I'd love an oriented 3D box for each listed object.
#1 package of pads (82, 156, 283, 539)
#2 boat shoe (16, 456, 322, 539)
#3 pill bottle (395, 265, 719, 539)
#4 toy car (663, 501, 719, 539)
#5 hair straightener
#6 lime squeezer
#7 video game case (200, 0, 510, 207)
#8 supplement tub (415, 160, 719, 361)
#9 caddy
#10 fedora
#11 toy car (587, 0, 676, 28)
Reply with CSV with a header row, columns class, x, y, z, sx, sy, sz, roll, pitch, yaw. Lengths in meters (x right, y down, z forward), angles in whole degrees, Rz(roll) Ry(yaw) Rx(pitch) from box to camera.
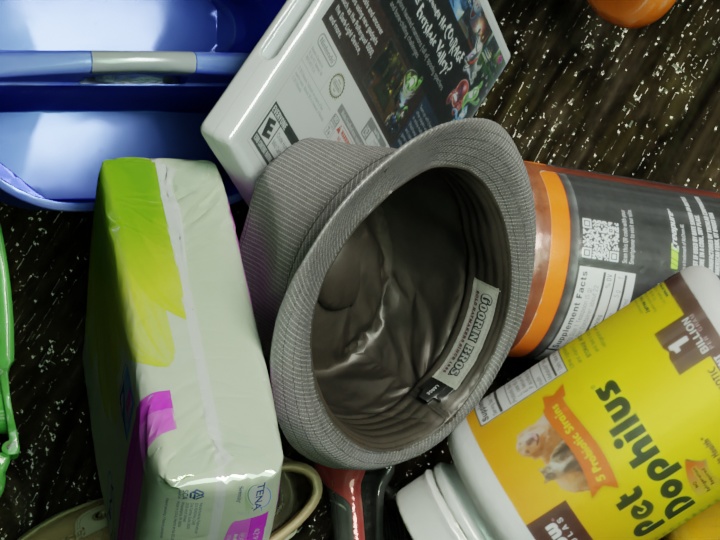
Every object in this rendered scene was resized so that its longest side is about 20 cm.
class,x,y,z,sx,sy,sz,roll,pitch,yaw
package of pads,-0.088,0.067,1.246,0.068,0.155,0.201,-3,50,-13
boat shoe,-0.112,0.145,1.317,0.200,0.064,0.071,-29,96,-20
pill bottle,0.121,0.092,1.318,0.200,0.109,0.109,-34,98,7
toy car,0.249,0.166,1.404,0.199,0.175,0.150,-9,130,-22
hair straightener,0.014,0.126,1.358,0.077,0.041,0.201,17,58,-51
lime squeezer,-0.202,0.078,1.312,0.070,0.038,0.201,23,78,15
video game case,0.003,-0.093,1.328,0.023,0.200,0.182,26,73,27
supplement tub,0.118,-0.002,1.390,0.199,0.107,0.108,9,83,-20
caddy,-0.122,-0.099,1.309,0.199,0.105,0.142,-2,86,-20
fedora,0.000,0.000,1.258,0.177,0.090,0.200,-46,142,-17
toy car,0.163,-0.225,1.392,0.150,0.175,0.201,30,76,-27
